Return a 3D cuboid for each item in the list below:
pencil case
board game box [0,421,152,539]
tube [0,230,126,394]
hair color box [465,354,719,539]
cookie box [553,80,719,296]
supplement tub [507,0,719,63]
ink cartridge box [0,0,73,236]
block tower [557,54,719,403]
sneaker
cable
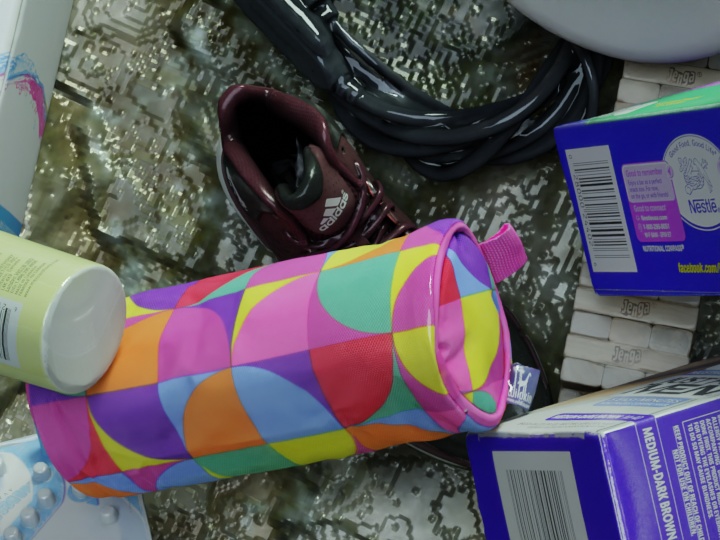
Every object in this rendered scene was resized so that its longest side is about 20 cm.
[{"bbox_3d":[-0.032,0.037,0.839,0.199,0.088,0.089,-12,77,25],"label":"pencil case"},{"bbox_3d":[-0.178,0.145,0.861,0.198,0.026,0.201,-13,43,-7],"label":"board game box"},{"bbox_3d":[-0.184,-0.001,0.855,0.199,0.052,0.058,14,41,30],"label":"tube"},{"bbox_3d":[0.154,0.064,0.820,0.199,0.109,0.065,-13,91,-24],"label":"hair color box"},{"bbox_3d":[0.203,-0.050,0.814,0.199,0.171,0.076,-16,95,-20],"label":"cookie box"},{"bbox_3d":[0.134,-0.203,0.878,0.144,0.146,0.201,20,61,10],"label":"supplement tub"},{"bbox_3d":[-0.213,-0.092,0.954,0.143,0.085,0.202,11,82,9],"label":"ink cartridge box"},{"bbox_3d":[0.122,-0.003,0.908,0.054,0.058,0.202,11,80,8],"label":"block tower"},{"bbox_3d":[0.000,0.000,0.892,0.076,0.116,0.200,-43,77,-2],"label":"sneaker"},{"bbox_3d":[0.039,-0.135,0.954,0.163,0.051,0.200,-43,75,-7],"label":"cable"}]
